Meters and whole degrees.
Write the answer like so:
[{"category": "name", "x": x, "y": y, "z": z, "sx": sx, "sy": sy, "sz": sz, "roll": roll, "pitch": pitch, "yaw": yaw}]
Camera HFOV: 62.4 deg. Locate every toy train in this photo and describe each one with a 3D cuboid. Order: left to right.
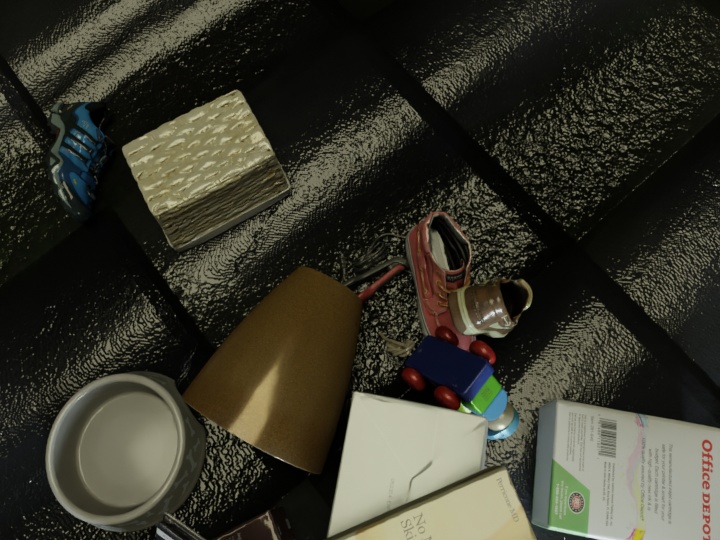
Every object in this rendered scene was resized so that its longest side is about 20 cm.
[{"category": "toy train", "x": 0.109, "y": 0.137, "z": 0.759, "sx": 0.085, "sy": 0.199, "sz": 0.116, "roll": -47, "pitch": 116, "yaw": -14}]

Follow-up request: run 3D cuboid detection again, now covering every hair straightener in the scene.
[{"category": "hair straightener", "x": 0.000, "y": 0.000, "z": 0.830, "sx": 0.199, "sy": 0.041, "sz": 0.077, "roll": -37, "pitch": 75, "yaw": -11}]

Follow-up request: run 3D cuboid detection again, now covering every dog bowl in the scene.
[{"category": "dog bowl", "x": -0.300, "y": 0.224, "z": 0.753, "sx": 0.196, "sy": 0.059, "sz": 0.204, "roll": -1, "pitch": 72, "yaw": 2}]

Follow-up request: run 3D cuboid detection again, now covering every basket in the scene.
[{"category": "basket", "x": -0.214, "y": -0.143, "z": 0.839, "sx": 0.198, "sy": 0.124, "sz": 0.137, "roll": -29, "pitch": 74, "yaw": -9}]

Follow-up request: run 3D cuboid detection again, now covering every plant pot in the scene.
[{"category": "plant pot", "x": -0.082, "y": 0.105, "z": 0.715, "sx": 0.184, "sy": 0.187, "sz": 0.202, "roll": 26, "pitch": 76, "yaw": 10}]

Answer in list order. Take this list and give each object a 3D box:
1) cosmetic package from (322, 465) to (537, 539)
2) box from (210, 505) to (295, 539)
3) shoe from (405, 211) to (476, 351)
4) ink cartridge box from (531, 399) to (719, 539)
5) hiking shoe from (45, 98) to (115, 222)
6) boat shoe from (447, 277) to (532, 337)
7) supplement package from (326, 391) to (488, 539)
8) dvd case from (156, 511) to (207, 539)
[{"category": "cosmetic package", "x": 0.053, "y": 0.257, "z": 0.516, "sx": 0.197, "sy": 0.071, "sz": 0.106, "roll": -22, "pitch": 72, "yaw": -6}, {"category": "box", "x": -0.173, "y": 0.353, "z": 0.686, "sx": 0.198, "sy": 0.100, "sz": 0.076, "roll": -27, "pitch": 73, "yaw": -7}, {"category": "shoe", "x": 0.113, "y": 0.026, "z": 0.779, "sx": 0.070, "sy": 0.091, "sz": 0.203, "roll": -14, "pitch": 81, "yaw": -13}, {"category": "ink cartridge box", "x": 0.318, "y": 0.250, "z": 0.716, "sx": 0.196, "sy": 0.084, "sz": 0.147, "roll": 9, "pitch": 72, "yaw": 5}, {"category": "hiking shoe", "x": -0.408, "y": -0.171, "z": 0.878, "sx": 0.085, "sy": 0.075, "sz": 0.203, "roll": -14, "pitch": 72, "yaw": -3}, {"category": "boat shoe", "x": 0.178, "y": 0.043, "z": 0.730, "sx": 0.074, "sy": 0.201, "sz": 0.076, "roll": -22, "pitch": 84, "yaw": 28}, {"category": "supplement package", "x": 0.044, "y": 0.254, "z": 0.660, "sx": 0.144, "sy": 0.200, "sz": 0.194, "roll": 10, "pitch": 72, "yaw": 4}, {"category": "dvd case", "x": -0.130, "y": 0.314, "z": 0.553, "sx": 0.147, "sy": 0.202, "sz": 0.016, "roll": 29, "pitch": 42, "yaw": 12}]
